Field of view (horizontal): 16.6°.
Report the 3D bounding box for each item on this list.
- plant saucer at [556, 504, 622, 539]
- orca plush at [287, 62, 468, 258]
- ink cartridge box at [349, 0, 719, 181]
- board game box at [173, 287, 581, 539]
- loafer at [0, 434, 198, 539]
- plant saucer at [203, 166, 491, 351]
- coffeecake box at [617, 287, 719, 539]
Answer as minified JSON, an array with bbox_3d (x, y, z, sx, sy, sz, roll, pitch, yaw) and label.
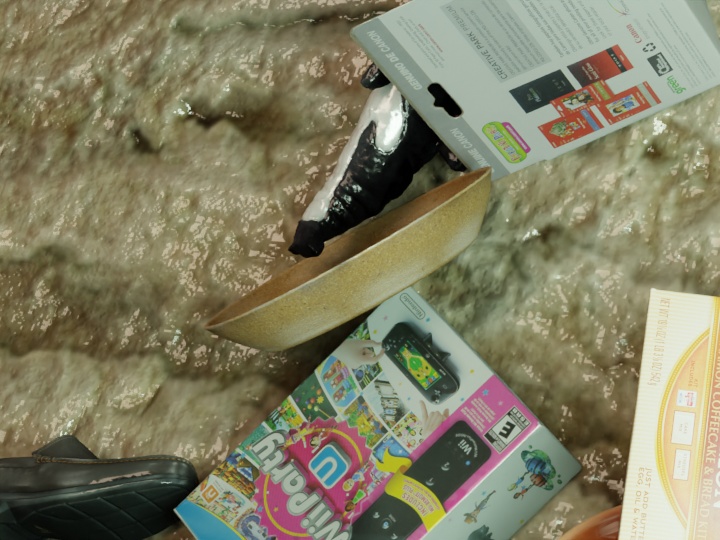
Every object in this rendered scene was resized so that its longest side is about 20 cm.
[{"bbox_3d":[0.175,0.210,1.298,0.199,0.032,0.201,1,51,-1],"label":"plant saucer"},{"bbox_3d":[0.033,-0.082,1.550,0.071,0.105,0.200,30,69,20],"label":"orca plush"},{"bbox_3d":[0.103,-0.160,1.483,0.175,0.200,0.084,-24,54,16],"label":"ink cartridge box"},{"bbox_3d":[0.008,0.129,1.469,0.200,0.064,0.148,-45,50,2],"label":"board game box"},{"bbox_3d":[-0.190,0.136,1.579,0.199,0.073,0.073,-11,55,24],"label":"loafer"},{"bbox_3d":[0.000,0.000,1.498,0.200,0.200,0.036,-28,95,14],"label":"plant saucer"},{"bbox_3d":[0.240,0.104,1.294,0.199,0.073,0.154,7,66,7],"label":"coffeecake box"}]
